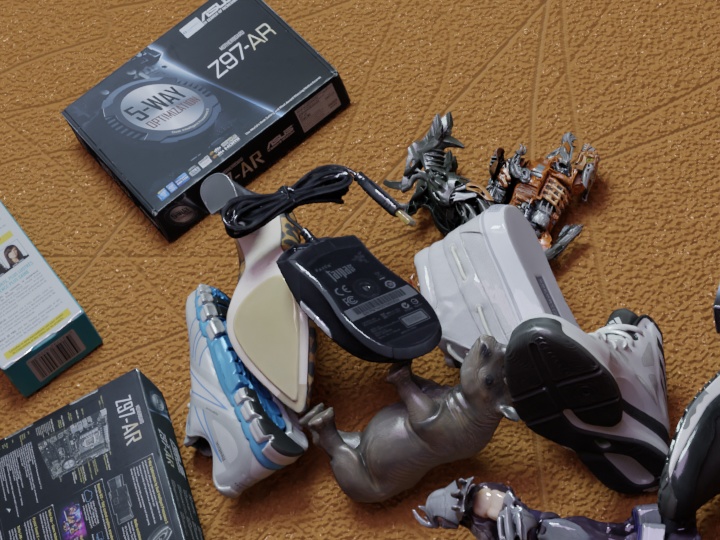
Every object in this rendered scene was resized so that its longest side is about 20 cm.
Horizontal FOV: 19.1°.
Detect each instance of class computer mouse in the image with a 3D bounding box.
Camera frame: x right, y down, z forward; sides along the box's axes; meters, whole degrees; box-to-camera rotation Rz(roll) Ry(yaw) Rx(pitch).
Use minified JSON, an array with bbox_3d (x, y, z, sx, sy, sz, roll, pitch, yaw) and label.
[{"bbox_3d":[0.000,0.000,1.597,0.140,0.046,0.200,-27,56,-39],"label":"computer mouse"}]

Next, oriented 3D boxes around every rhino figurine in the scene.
[{"bbox_3d":[0.049,0.104,1.557,0.200,0.088,0.060,-31,9,27],"label":"rhino figurine"}]

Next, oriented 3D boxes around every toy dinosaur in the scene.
[{"bbox_3d":[0.094,-0.045,1.672,0.200,0.102,0.136,-33,67,-32],"label":"toy dinosaur"}]

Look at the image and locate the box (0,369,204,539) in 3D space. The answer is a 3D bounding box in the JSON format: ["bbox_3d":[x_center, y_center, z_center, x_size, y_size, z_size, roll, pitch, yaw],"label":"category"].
[{"bbox_3d":[-0.204,0.194,1.609,0.160,0.044,0.200,-28,53,9],"label":"box"}]

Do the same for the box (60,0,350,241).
[{"bbox_3d":[-0.133,-0.140,1.836,0.200,0.044,0.160,-38,54,-9],"label":"box"}]

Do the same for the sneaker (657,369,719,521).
[{"bbox_3d":[0.281,0.109,1.485,0.087,0.076,0.200,26,49,24],"label":"sneaker"}]

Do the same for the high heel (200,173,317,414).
[{"bbox_3d":[-0.057,0.025,1.672,0.071,0.143,0.201,-24,73,13],"label":"high heel"}]

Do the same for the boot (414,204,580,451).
[{"bbox_3d":[0.110,0.058,1.597,0.095,0.073,0.201,-29,72,27],"label":"boot"}]

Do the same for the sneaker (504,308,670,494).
[{"bbox_3d":[0.160,0.064,1.510,0.075,0.201,0.116,-18,48,25],"label":"sneaker"}]

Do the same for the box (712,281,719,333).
[{"bbox_3d":[0.356,0.005,1.499,0.199,0.035,0.110,9,58,21],"label":"box"}]

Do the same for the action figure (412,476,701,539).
[{"bbox_3d":[0.133,0.183,1.480,0.199,0.130,0.070,9,89,7],"label":"action figure"}]

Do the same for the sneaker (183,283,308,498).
[{"bbox_3d":[-0.111,0.093,1.658,0.087,0.075,0.200,-44,39,19],"label":"sneaker"}]

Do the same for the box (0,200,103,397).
[{"bbox_3d":[-0.301,0.009,1.786,0.082,0.049,0.200,-36,53,-8],"label":"box"}]
